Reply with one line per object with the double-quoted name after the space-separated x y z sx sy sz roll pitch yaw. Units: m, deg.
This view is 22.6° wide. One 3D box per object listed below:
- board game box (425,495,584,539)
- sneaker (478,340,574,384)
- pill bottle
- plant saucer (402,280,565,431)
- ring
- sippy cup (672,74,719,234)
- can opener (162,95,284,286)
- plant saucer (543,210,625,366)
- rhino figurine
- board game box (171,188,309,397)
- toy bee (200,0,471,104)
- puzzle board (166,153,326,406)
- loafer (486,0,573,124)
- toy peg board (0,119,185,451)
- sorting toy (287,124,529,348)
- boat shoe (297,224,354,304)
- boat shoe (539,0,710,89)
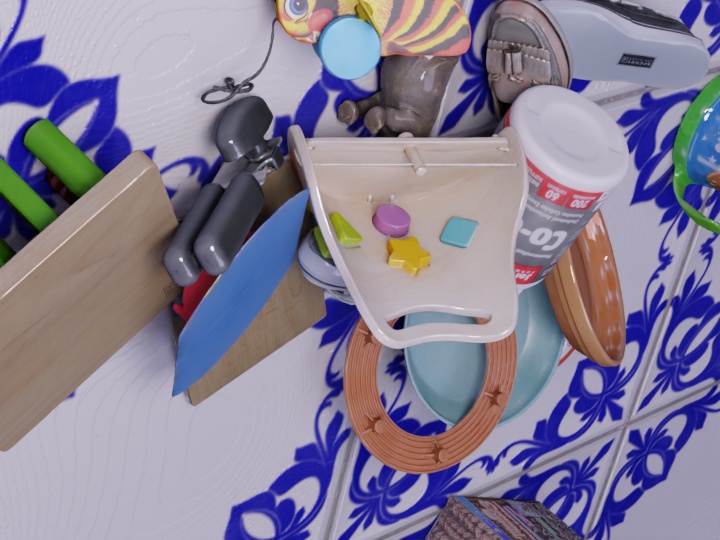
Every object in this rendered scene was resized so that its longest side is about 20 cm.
0.148 0.350 2.043 0.200 0.097 0.160 13 111 -54 "board game box"
0.154 0.069 1.816 0.201 0.067 0.108 -45 148 -5 "sneaker"
0.139 -0.056 1.577 0.114 0.114 0.200 -17 152 -40 "pill bottle"
0.112 0.052 1.724 0.199 0.036 0.201 -6 101 -35 "plant saucer"
0.071 0.091 1.668 0.200 0.019 0.202 -5 100 -34 "ring"
0.420 -0.126 1.892 0.139 0.130 0.178 -12 130 -44 "sippy cup"
-0.104 -0.059 1.335 0.052 0.200 0.067 -20 117 23 "can opener"
0.211 -0.003 1.748 0.037 0.201 0.200 -13 151 19 "plant saucer"
0.031 -0.134 1.490 0.087 0.060 0.201 -12 132 -39 "rhino figurine"
-0.108 0.009 1.397 0.158 0.039 0.200 -49 169 -24 "board game box"
-0.020 -0.195 1.332 0.199 0.131 0.109 -19 111 -24 "toy bee"
-0.099 0.007 1.506 0.150 0.017 0.201 -34 142 -23 "puzzle board"
0.146 -0.155 1.583 0.063 0.072 0.200 -62 155 -27 "loafer"
-0.234 0.002 1.294 0.200 0.098 0.199 -43 161 -13 "toy peg board"
0.044 -0.018 1.435 0.199 0.181 0.107 -1 144 -23 "sorting toy"
0.000 0.000 1.542 0.067 0.074 0.200 -57 159 22 "boat shoe"
0.224 -0.218 1.630 0.198 0.068 0.074 4 133 -24 "boat shoe"
